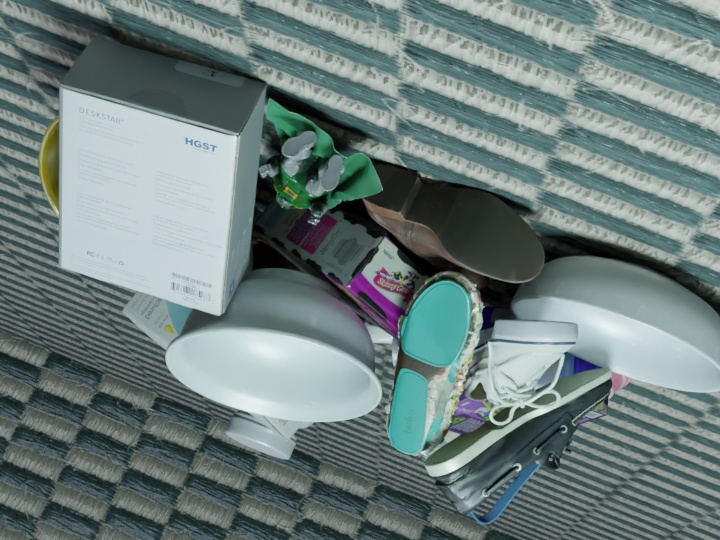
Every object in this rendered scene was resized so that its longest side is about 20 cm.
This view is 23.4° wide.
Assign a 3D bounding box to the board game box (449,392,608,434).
[{"bbox_3d":[0.154,0.141,1.790,0.120,0.032,0.200,14,159,-21],"label":"board game box"}]

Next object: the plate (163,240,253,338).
[{"bbox_3d":[-0.147,-0.015,1.704,0.026,0.201,0.200,-3,-179,-31],"label":"plate"}]

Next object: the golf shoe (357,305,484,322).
[{"bbox_3d":[0.028,0.020,1.799,0.199,0.095,0.078,2,139,-11],"label":"golf shoe"}]

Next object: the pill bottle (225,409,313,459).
[{"bbox_3d":[-0.084,0.116,2.056,0.109,0.200,0.109,21,167,5],"label":"pill bottle"}]

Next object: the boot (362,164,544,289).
[{"bbox_3d":[0.096,-0.012,1.543,0.186,0.064,0.200,31,168,24],"label":"boot"}]

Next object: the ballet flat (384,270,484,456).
[{"bbox_3d":[0.067,0.074,1.525,0.076,0.064,0.200,30,125,18],"label":"ballet flat"}]

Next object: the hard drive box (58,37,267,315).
[{"bbox_3d":[-0.169,-0.076,1.458,0.155,0.077,0.200,17,133,7],"label":"hard drive box"}]

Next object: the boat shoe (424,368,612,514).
[{"bbox_3d":[0.152,0.154,1.551,0.074,0.199,0.066,-13,104,61],"label":"boat shoe"}]

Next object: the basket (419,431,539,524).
[{"bbox_3d":[0.153,0.182,2.016,0.200,0.176,0.139,49,169,-34],"label":"basket"}]

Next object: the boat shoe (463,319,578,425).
[{"bbox_3d":[0.132,0.091,1.512,0.074,0.086,0.202,4,170,-18],"label":"boat shoe"}]

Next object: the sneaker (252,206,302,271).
[{"bbox_3d":[-0.126,-0.031,1.752,0.200,0.073,0.085,30,-174,30],"label":"sneaker"}]

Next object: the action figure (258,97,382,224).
[{"bbox_3d":[-0.049,-0.081,1.503,0.118,0.055,0.200,43,169,0],"label":"action figure"}]

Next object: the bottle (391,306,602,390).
[{"bbox_3d":[0.131,0.076,1.649,0.199,0.084,0.065,5,-166,11],"label":"bottle"}]

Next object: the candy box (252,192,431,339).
[{"bbox_3d":[0.000,0.000,1.618,0.136,0.061,0.200,41,174,-34],"label":"candy box"}]

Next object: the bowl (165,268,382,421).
[{"bbox_3d":[-0.072,0.059,1.576,0.200,0.091,0.201,8,155,4],"label":"bowl"}]

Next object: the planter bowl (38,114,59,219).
[{"bbox_3d":[-0.180,-0.093,1.557,0.200,0.084,0.201,11,132,13],"label":"planter bowl"}]

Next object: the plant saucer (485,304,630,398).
[{"bbox_3d":[0.183,0.092,1.757,0.200,0.051,0.201,10,161,3],"label":"plant saucer"}]

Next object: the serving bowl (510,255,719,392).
[{"bbox_3d":[0.233,0.037,1.506,0.200,0.066,0.200,21,168,5],"label":"serving bowl"}]

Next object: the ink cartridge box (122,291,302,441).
[{"bbox_3d":[-0.127,0.062,1.930,0.200,0.147,0.145,33,171,24],"label":"ink cartridge box"}]

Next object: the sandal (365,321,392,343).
[{"bbox_3d":[0.039,0.049,1.917,0.082,0.050,0.203,3,-175,-5],"label":"sandal"}]
